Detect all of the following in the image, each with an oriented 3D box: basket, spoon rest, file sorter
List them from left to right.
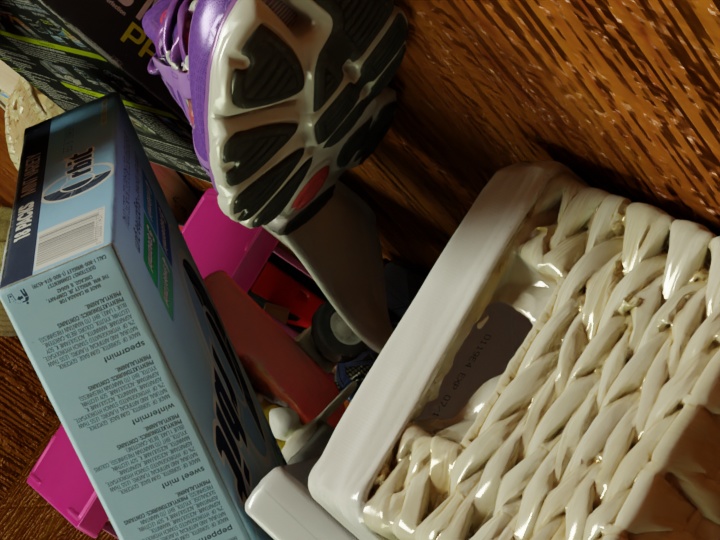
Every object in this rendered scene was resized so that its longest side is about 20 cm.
[{"bbox_3d":[-0.071,0.075,1.198,0.125,0.201,0.139,34,173,-20],"label":"file sorter"},{"bbox_3d":[0.000,0.000,0.949,0.199,0.061,0.099,27,169,42],"label":"spoon rest"},{"bbox_3d":[0.107,0.077,0.687,0.200,0.136,0.123,40,169,-37],"label":"basket"}]

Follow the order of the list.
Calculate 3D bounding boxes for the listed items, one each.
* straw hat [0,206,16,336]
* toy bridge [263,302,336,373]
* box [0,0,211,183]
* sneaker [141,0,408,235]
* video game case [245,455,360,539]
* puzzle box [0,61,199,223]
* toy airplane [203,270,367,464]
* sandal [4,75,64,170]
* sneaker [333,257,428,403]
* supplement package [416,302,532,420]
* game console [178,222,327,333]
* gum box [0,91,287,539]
[{"bbox_3d":[-0.415,-0.027,2.444,0.200,0.202,0.085,37,129,-14],"label":"straw hat"},{"bbox_3d":[-0.057,0.040,1.314,0.198,0.027,0.067,16,167,-2],"label":"toy bridge"},{"bbox_3d":[-0.110,-0.099,0.874,0.160,0.044,0.200,40,171,-28],"label":"box"},{"bbox_3d":[-0.039,-0.062,0.682,0.083,0.081,0.200,40,173,4],"label":"sneaker"},{"bbox_3d":[0.047,0.143,0.780,0.200,0.023,0.182,42,-179,6],"label":"video game case"},{"bbox_3d":[-0.165,-0.075,1.325,0.133,0.026,0.200,33,172,18],"label":"puzzle box"},{"bbox_3d":[-0.034,0.123,0.981,0.140,0.202,0.199,-16,-147,-36],"label":"toy airplane"},{"bbox_3d":[-0.152,-0.073,1.111,0.077,0.070,0.212,36,172,-14],"label":"sandal"},{"bbox_3d":[0.064,0.068,1.020,0.199,0.079,0.075,28,171,44],"label":"sneaker"},{"bbox_3d":[0.118,0.104,0.873,0.200,0.114,0.109,40,172,-38],"label":"supplement package"},{"bbox_3d":[-0.104,0.004,1.387,0.199,0.031,0.176,13,169,39],"label":"game console"},{"bbox_3d":[-0.067,0.054,0.783,0.170,0.044,0.201,-105,-7,-69],"label":"gum box"}]
